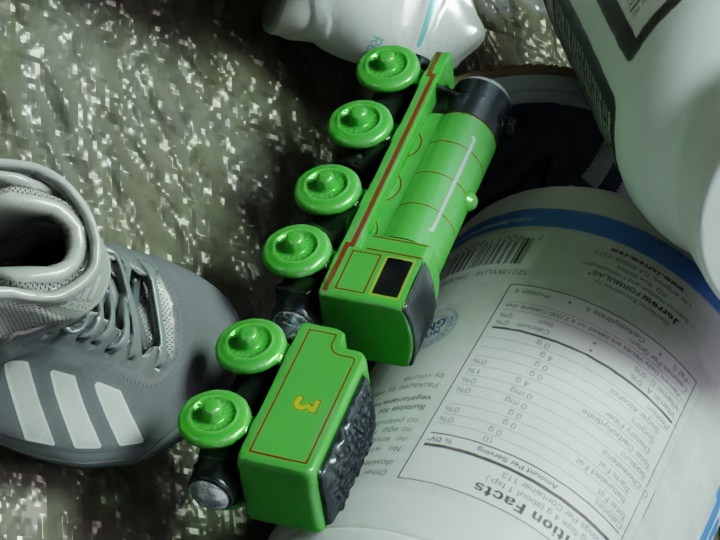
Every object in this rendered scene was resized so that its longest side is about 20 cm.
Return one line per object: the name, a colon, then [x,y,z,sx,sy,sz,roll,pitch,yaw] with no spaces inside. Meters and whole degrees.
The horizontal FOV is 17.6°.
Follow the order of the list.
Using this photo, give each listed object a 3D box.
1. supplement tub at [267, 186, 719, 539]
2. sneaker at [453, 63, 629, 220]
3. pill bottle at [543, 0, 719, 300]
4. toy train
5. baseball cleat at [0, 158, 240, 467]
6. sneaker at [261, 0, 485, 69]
supplement tub: [0.051,0.079,0.773,0.132,0.131,0.200,51,45,-20]
sneaker: [0.086,-0.010,0.890,0.199,0.070,0.109,9,67,-48]
pill bottle: [0.131,-0.072,0.777,0.116,0.116,0.201,40,19,-30]
toy train: [0.000,0.000,0.744,0.042,0.056,0.201,80,27,-45]
baseball cleat: [-0.086,0.014,0.667,0.199,0.106,0.070,1,69,-49]
sneaker: [0.029,-0.150,0.870,0.080,0.070,0.201,25,60,-7]
